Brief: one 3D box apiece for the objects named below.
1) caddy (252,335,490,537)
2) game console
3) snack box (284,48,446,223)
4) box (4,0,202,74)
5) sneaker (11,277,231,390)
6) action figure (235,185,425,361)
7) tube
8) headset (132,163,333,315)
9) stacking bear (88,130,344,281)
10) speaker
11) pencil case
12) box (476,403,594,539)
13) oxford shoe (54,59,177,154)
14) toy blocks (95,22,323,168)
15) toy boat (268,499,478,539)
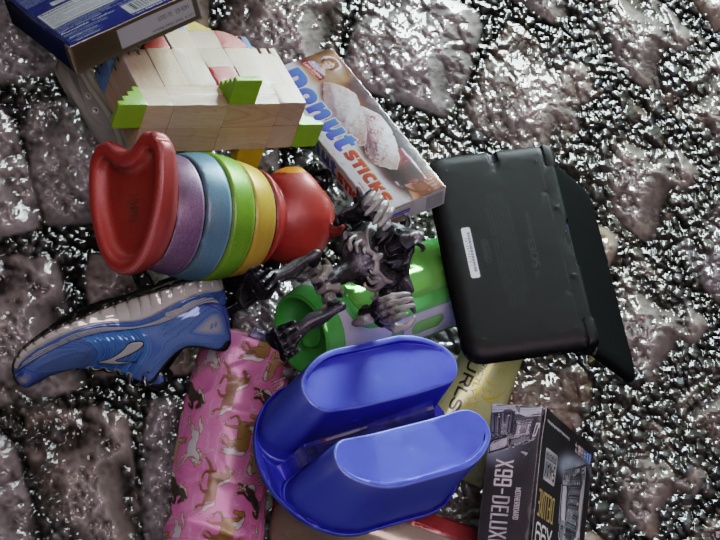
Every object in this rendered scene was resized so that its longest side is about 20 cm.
[{"bbox_3d":[0.008,0.139,1.644,0.199,0.105,0.142,-10,65,-36],"label":"caddy"},{"bbox_3d":[0.154,0.002,1.789,0.175,0.117,0.201,-7,64,-8],"label":"game console"},{"bbox_3d":[-0.006,-0.119,1.779,0.072,0.024,0.200,-23,55,-21],"label":"snack box"},{"bbox_3d":[-0.231,-0.233,1.730,0.121,0.200,0.033,-27,123,-17],"label":"box"},{"bbox_3d":[-0.202,0.069,1.694,0.199,0.079,0.090,-18,98,11],"label":"sneaker"},{"bbox_3d":[0.000,0.000,1.626,0.200,0.102,0.119,-30,102,-38],"label":"action figure"},{"bbox_3d":[0.115,0.091,1.809,0.058,0.052,0.201,17,76,29],"label":"tube"},{"bbox_3d":[-0.113,-0.038,1.763,0.199,0.094,0.124,-30,110,-11],"label":"headset"},{"bbox_3d":[-0.110,-0.047,1.653,0.199,0.121,0.114,3,85,-36],"label":"stacking bear"},{"bbox_3d":[0.022,0.030,1.748,0.199,0.088,0.089,-19,84,-39],"label":"speaker"},{"bbox_3d":[-0.113,0.151,1.721,0.083,0.086,0.201,23,72,-41],"label":"pencil case"},{"bbox_3d":[0.151,0.211,1.718,0.050,0.200,0.159,2,75,19],"label":"box"},{"bbox_3d":[-0.207,-0.121,1.766,0.075,0.058,0.201,-40,106,-46],"label":"oxford shoe"},{"bbox_3d":[-0.145,-0.167,1.719,0.199,0.100,0.137,-4,45,-30],"label":"toy blocks"},{"bbox_3d":[0.020,0.224,1.734,0.199,0.131,0.131,21,44,-10],"label":"toy boat"}]
